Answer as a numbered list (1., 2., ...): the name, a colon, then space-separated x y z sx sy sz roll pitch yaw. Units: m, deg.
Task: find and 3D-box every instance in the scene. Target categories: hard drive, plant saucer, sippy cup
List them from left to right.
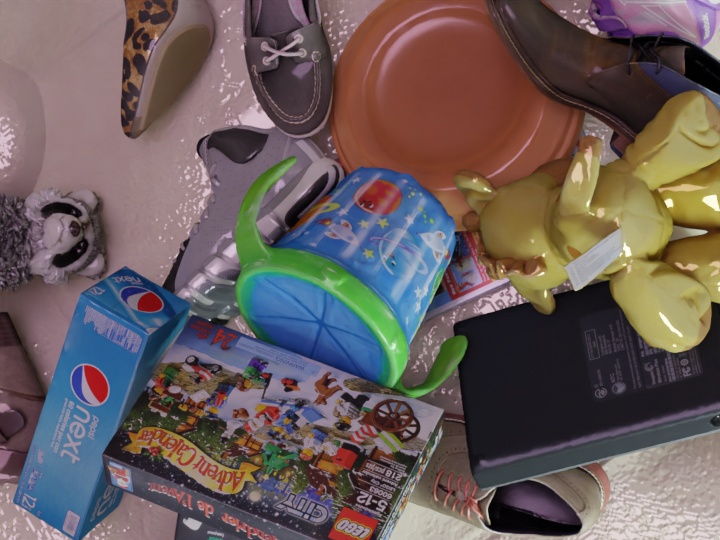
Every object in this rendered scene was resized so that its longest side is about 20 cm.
1. sippy cup: 0.000 0.000 1.328 0.139 0.178 0.130 16 54 31
2. plant saucer: 0.068 -0.130 1.378 0.199 0.037 0.201 -4 77 18
3. hard drive: 0.169 0.071 1.328 0.199 0.033 0.140 -15 48 12

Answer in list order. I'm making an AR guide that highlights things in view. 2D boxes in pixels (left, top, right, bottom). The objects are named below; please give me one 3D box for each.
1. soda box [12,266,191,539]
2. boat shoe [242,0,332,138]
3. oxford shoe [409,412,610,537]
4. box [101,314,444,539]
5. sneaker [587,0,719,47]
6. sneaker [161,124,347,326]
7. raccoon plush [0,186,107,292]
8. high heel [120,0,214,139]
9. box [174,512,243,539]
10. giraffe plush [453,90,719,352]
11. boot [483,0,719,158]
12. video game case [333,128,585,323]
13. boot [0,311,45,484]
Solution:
1. soda box: -0.196 0.102 1.395 0.064 0.068 0.201 29 118 12
2. boat shoe: -0.063 -0.200 1.397 0.067 0.057 0.201 -11 70 11
3. oxford shoe: 0.080 0.152 1.354 0.199 0.075 0.071 6 107 15
4. box: -0.059 0.122 1.278 0.199 0.038 0.137 19 51 14
5. sneaker: 0.186 -0.211 1.325 0.200 0.081 0.089 24 113 -19
6. sneaker: -0.108 -0.041 1.425 0.200 0.075 0.116 -42 65 10
7. raccoon plush: -0.295 -0.034 1.474 0.200 0.134 0.097 18 109 45
8. high heel: -0.184 -0.215 1.454 0.142 0.071 0.201 25 97 26
9. box: -0.082 0.236 1.351 0.106 0.122 0.201 10 99 6
10. giraffe plush: 0.158 -0.028 1.288 0.162 0.199 0.173 0 101 53
11. boot: 0.184 -0.153 1.305 0.200 0.075 0.097 38 131 -20
12. video game case: 0.082 -0.054 1.398 0.199 0.017 0.143 -24 82 11
13. boot: -0.345 0.114 1.468 0.199 0.070 0.147 -7 88 14
